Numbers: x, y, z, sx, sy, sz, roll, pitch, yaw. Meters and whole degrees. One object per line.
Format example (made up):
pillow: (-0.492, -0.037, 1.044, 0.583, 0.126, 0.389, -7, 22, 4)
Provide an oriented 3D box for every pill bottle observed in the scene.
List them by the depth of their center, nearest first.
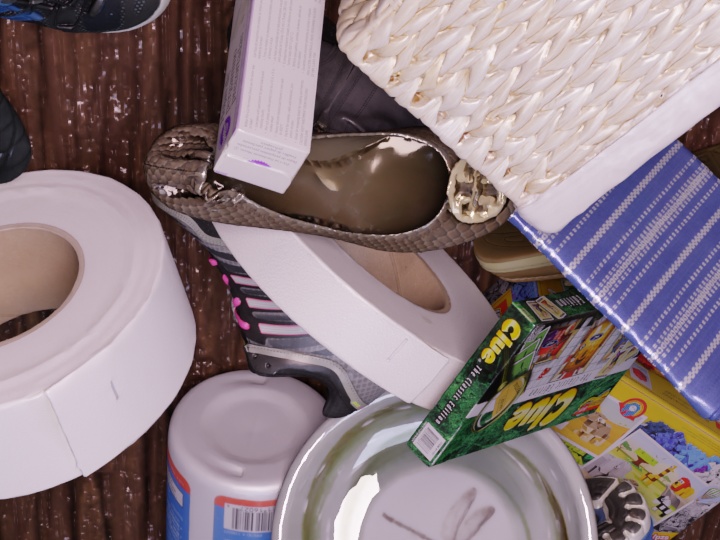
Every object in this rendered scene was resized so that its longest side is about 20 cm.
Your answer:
pill bottle: (-0.073, 0.172, 1.413, 0.111, 0.113, 0.201, 2, 131, -5)

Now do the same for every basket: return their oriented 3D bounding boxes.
basket: (0.104, -0.167, 1.076, 0.160, 0.199, 0.200, 35, 121, -25)

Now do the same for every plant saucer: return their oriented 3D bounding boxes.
plant saucer: (0.046, 0.167, 1.304, 0.199, 0.202, 0.050, -13, 170, 7)

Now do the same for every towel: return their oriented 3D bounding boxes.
towel: (0.154, -0.023, 1.189, 0.200, 0.145, 0.024, 45, 137, 0)

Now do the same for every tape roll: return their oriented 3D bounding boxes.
tape roll: (0.000, 0.000, 1.206, 0.202, 0.203, 0.037, 33, 108, -28)
tape roll: (-0.197, 0.033, 1.223, 0.201, 0.203, 0.071, -11, 131, 6)

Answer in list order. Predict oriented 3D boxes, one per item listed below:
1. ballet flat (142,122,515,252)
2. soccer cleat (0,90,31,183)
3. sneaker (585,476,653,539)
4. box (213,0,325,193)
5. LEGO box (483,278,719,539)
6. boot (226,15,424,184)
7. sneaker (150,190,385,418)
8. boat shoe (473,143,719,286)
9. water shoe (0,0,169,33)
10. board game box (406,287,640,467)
ballet flat: (-0.012, -0.046, 1.095, 0.198, 0.046, 0.068, 6, 91, -12)
soccer cleat: (-0.261, -0.102, 1.180, 0.067, 0.081, 0.200, -31, 126, 22)
sneaker: (0.096, 0.203, 1.372, 0.199, 0.079, 0.089, -16, 130, 12)
box: (-0.042, -0.134, 1.089, 0.041, 0.201, 0.039, 15, 145, -17)
LEGO box: (0.136, 0.099, 1.385, 0.199, 0.077, 0.149, 31, 123, -27)
boot: (0.012, -0.068, 1.194, 0.199, 0.132, 0.070, 16, 128, -17)
sneaker: (-0.054, 0.016, 1.270, 0.200, 0.074, 0.088, 38, 105, -11)
boat shoe: (0.168, -0.023, 1.287, 0.199, 0.073, 0.063, -17, 126, 1)
water shoe: (-0.198, -0.155, 1.139, 0.199, 0.079, 0.072, 14, 129, -16)
board game box: (0.109, 0.051, 1.199, 0.105, 0.023, 0.199, -53, 158, 26)
